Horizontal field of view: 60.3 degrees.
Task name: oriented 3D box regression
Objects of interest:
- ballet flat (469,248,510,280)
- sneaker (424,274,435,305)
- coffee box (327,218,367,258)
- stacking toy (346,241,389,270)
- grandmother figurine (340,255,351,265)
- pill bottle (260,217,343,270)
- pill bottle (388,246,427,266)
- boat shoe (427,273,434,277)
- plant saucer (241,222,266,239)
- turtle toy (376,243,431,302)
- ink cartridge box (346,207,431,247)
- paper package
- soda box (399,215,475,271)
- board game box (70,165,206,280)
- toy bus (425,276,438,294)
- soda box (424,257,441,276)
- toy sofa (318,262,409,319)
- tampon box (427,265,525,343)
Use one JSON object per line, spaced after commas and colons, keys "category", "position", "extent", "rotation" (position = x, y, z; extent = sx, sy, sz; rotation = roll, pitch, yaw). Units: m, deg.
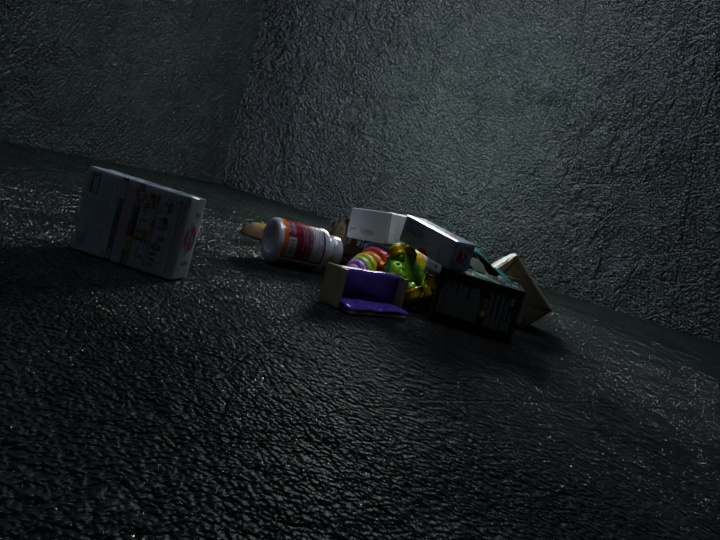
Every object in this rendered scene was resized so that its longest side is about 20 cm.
{"category": "ballet flat", "position": [0.318, 0.014, 1.572], "extent": [0.200, 0.067, 0.071], "rotation": [42, 17, -13]}
{"category": "sneaker", "position": [0.218, 0.069, 1.680], "extent": [0.197, 0.075, 0.087], "rotation": [20, -7, -4]}
{"category": "coffee box", "position": [-0.033, -0.091, 1.861], "extent": [0.079, 0.116, 0.199], "rotation": [23, -11, -28]}
{"category": "stacking toy", "position": [0.000, 0.000, 1.581], "extent": [0.109, 0.118, 0.199], "rotation": [17, 18, 33]}
{"category": "grandmother figurine", "position": [-0.070, -0.031, 1.768], "extent": [0.197, 0.062, 0.121], "rotation": [15, 16, 10]}
{"category": "pill bottle", "position": [-0.149, -0.063, 1.608], "extent": [0.198, 0.115, 0.113], "rotation": [12, 8, -35]}
{"category": "pill bottle", "position": [0.117, -0.012, 1.811], "extent": [0.110, 0.113, 0.199], "rotation": [21, 9, 36]}
{"category": "boat shoe", "position": [0.175, 0.036, 1.751], "extent": [0.064, 0.073, 0.199], "rotation": [16, -1, 42]}
{"category": "plant saucer", "position": [-0.290, -0.122, 2.035], "extent": [0.197, 0.036, 0.200], "rotation": [16, 7, -2]}
{"category": "turtle toy", "position": [0.107, 0.018, 1.545], "extent": [0.100, 0.148, 0.199], "rotation": [-24, -11, 24]}
{"category": "ink cartridge box", "position": [0.081, -0.114, 1.712], "extent": [0.144, 0.085, 0.199], "rotation": [12, 4, 39]}
{"category": "paper package", "position": [0.443, 0.053, 1.751], "extent": [0.192, 0.103, 0.200], "rotation": [58, 13, 3]}
{"category": "soda box", "position": [0.178, -0.066, 1.467], "extent": [0.063, 0.069, 0.200], "rotation": [8, 18, -36]}
{"category": "board game box", "position": [-0.389, -0.083, 1.090], "extent": [0.197, 0.150, 0.064], "rotation": [18, 5, 9]}
{"category": "toy bus", "position": [0.259, 0.073, 1.606], "extent": [0.197, 0.080, 0.065], "rotation": [16, 2, -5]}
{"category": "soda box", "position": [0.211, -0.021, 1.653], "extent": [0.063, 0.069, 0.200], "rotation": [21, 0, 8]}
{"category": "toy sofa", "position": [0.019, 0.043, 1.301], "extent": [0.198, 0.084, 0.097], "rotation": [10, 8, -43]}
{"category": "tampon box", "position": [0.272, 0.071, 1.470], "extent": [0.197, 0.128, 0.150], "rotation": [17, 9, 8]}
